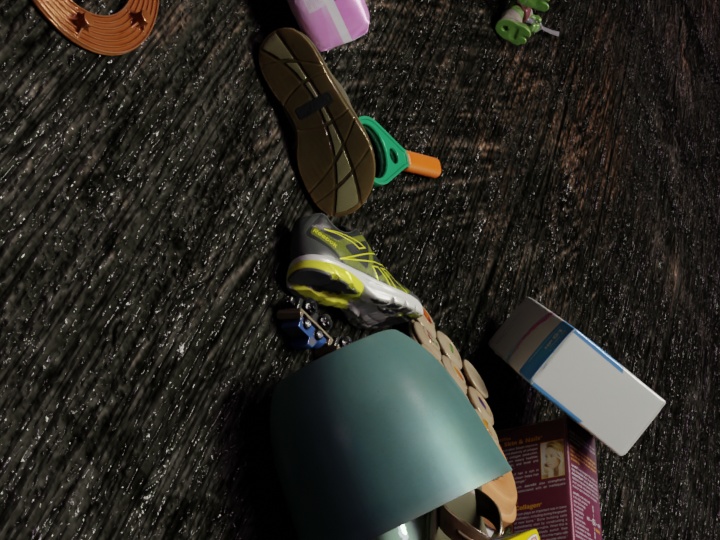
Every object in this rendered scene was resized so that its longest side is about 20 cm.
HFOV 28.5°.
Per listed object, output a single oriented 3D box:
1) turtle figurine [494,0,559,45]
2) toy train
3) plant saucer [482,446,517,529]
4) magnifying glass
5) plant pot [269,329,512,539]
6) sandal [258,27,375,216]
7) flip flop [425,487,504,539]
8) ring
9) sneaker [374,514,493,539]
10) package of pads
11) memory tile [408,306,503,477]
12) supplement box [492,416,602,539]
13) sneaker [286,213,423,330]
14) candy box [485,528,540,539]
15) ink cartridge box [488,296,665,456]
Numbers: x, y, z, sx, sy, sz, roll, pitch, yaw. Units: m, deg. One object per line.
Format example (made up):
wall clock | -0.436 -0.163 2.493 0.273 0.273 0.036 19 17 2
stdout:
turtle figurine | 0.277 -0.401 2.044 0.200 0.144 0.194 54 38 -24
toy train | -0.021 0.091 1.394 0.200 0.034 0.046 48 50 -39
plant saucer | 0.110 0.179 1.499 0.200 0.032 0.200 54 13 -18
magnifying glass | 0.037 -0.128 1.618 0.200 0.022 0.080 5 71 -57
plant pot | 0.011 0.150 1.264 0.200 0.200 0.161 -7 69 -61
sandal | -0.042 -0.155 1.452 0.054 0.080 0.200 -64 129 -79
flip flop | 0.107 0.238 1.368 0.081 0.057 0.201 -9 94 -40
ring | -0.237 -0.284 1.223 0.200 0.019 0.201 36 46 -47
sneaker | 0.073 0.224 1.438 0.200 0.074 0.119 3 79 -57
package of pads | -0.061 -0.330 1.456 0.200 0.075 0.121 64 -1 -19
memory tile | 0.100 0.122 1.493 0.153 0.017 0.200 52 13 -23
supplement box | 0.209 0.280 1.613 0.086 0.110 0.201 36 46 -48
sneaker | 0.000 0.000 1.430 0.200 0.074 0.085 29 51 -52
candy box | 0.053 0.268 1.258 0.102 0.200 0.026 -7 80 -61
ink cartridge box | 0.247 0.118 1.652 0.144 0.085 0.200 38 1 -13
